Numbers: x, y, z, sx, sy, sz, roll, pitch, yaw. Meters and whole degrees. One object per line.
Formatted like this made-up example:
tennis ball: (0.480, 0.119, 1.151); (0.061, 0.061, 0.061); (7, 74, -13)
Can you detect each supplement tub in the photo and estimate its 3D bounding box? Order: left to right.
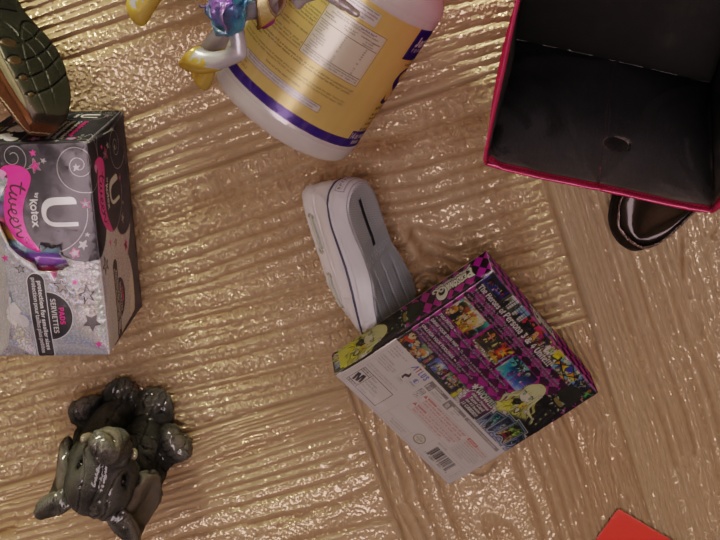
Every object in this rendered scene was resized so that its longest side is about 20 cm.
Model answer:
supplement tub: (-0.018, -0.213, 1.163); (0.144, 0.146, 0.201); (34, 110, -7)

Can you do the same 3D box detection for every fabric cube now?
fabric cube: (0.218, -0.197, 1.083); (0.197, 0.201, 0.198); (13, 130, 4)

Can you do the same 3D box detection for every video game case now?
video game case: (0.100, 0.098, 1.283); (0.180, 0.036, 0.200); (-34, 125, 16)

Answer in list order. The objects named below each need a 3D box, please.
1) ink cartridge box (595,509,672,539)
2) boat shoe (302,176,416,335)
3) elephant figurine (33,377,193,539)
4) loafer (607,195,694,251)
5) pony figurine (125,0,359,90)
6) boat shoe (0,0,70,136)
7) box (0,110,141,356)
ink cartridge box: (0.274, 0.368, 1.393); (0.161, 0.057, 0.201); (30, 115, -5)
boat shoe: (0.000, 0.000, 1.287); (0.066, 0.073, 0.203); (6, 122, 38)
elephant figurine: (-0.249, 0.198, 1.306); (0.140, 0.200, 0.157); (-17, 108, 12)
loafer: (0.294, -0.097, 1.210); (0.073, 0.071, 0.201); (35, 109, -7)
pony figurine: (-0.101, -0.256, 1.069); (0.198, 0.166, 0.195); (-22, 95, 36)
boat shoe: (-0.326, -0.195, 1.215); (0.074, 0.075, 0.201); (-44, 65, 26)
box: (-0.277, -0.036, 1.261); (0.113, 0.132, 0.203); (-2, 109, 5)
